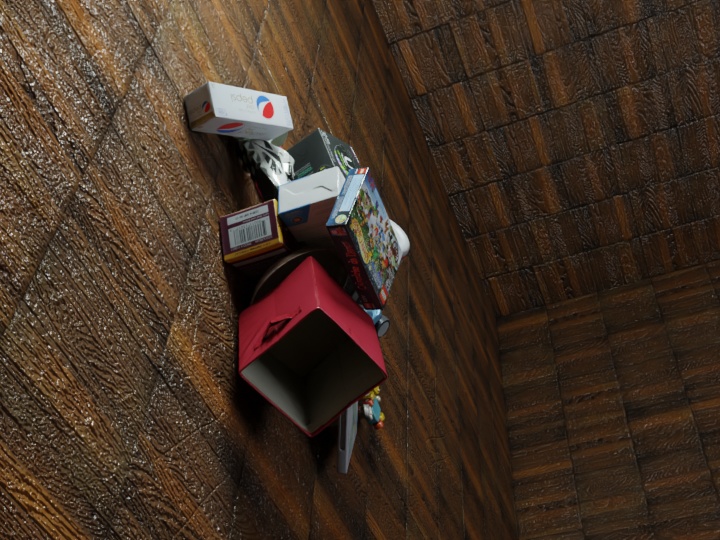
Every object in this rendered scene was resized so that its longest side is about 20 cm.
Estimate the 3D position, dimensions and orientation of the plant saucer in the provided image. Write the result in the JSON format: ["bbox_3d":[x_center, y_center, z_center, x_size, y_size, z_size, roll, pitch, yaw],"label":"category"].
[{"bbox_3d":[-0.111,0.029,1.614,0.032,0.199,0.200,53,3,32],"label":"plant saucer"}]

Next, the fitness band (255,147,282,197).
[{"bbox_3d":[-0.169,-0.179,1.871,0.201,0.037,0.145,56,27,-48],"label":"fitness band"}]

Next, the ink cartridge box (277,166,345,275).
[{"bbox_3d":[-0.052,-0.079,1.614,0.201,0.115,0.069,57,23,-49],"label":"ink cartridge box"}]

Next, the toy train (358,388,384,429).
[{"bbox_3d":[-0.003,0.249,2.016,0.150,0.055,0.202,50,26,-55],"label":"toy train"}]

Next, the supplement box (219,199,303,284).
[{"bbox_3d":[-0.154,-0.037,1.637,0.200,0.109,0.087,44,33,-63],"label":"supplement box"}]

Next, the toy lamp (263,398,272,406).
[{"bbox_3d":[-0.114,0.208,1.647,0.200,0.058,0.059,18,58,-71],"label":"toy lamp"}]

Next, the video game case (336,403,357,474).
[{"bbox_3d":[-0.022,0.264,1.779,0.200,0.022,0.185,-69,161,-77],"label":"video game case"}]

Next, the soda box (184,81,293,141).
[{"bbox_3d":[-0.211,-0.277,1.625,0.199,0.068,0.065,-1,75,-53],"label":"soda box"}]

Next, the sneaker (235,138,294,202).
[{"bbox_3d":[-0.149,-0.176,1.692,0.201,0.088,0.074,58,-29,26],"label":"sneaker"}]

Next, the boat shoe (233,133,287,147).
[{"bbox_3d":[-0.218,-0.284,1.748,0.060,0.072,0.201,33,6,31],"label":"boat shoe"}]

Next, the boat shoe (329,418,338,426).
[{"bbox_3d":[-0.071,0.196,1.773,0.068,0.071,0.203,-52,135,-61],"label":"boat shoe"}]

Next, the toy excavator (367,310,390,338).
[{"bbox_3d":[-0.044,0.101,1.864,0.099,0.195,0.201,34,-21,29],"label":"toy excavator"}]

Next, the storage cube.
[{"bbox_3d":[-0.082,0.118,1.496,0.200,0.170,0.180,46,13,-24],"label":"storage cube"}]

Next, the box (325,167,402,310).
[{"bbox_3d":[0.011,-0.051,1.553,0.201,0.037,0.138,65,33,-41],"label":"box"}]

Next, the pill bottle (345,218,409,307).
[{"bbox_3d":[0.000,0.000,1.758,0.115,0.201,0.116,23,32,-16],"label":"pill bottle"}]

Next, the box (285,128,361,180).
[{"bbox_3d":[-0.060,-0.150,1.832,0.148,0.124,0.202,16,47,-62],"label":"box"}]
